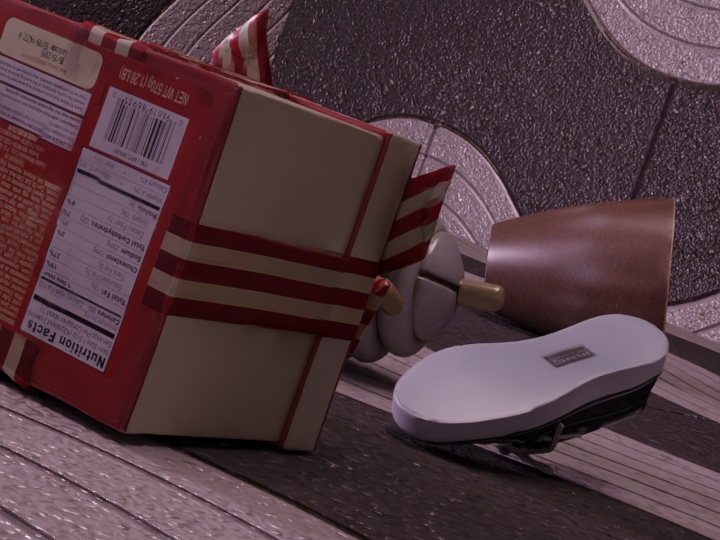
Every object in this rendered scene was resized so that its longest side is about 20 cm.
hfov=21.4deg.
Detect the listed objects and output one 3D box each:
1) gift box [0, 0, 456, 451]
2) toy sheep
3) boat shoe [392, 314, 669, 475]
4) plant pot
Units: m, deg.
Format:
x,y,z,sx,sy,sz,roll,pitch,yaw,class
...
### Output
x,y,z,sx,sy,sz,roll,pitch,yaw,class
-0.080,-0.030,0.909,0.184,0.202,0.186,28,7,29,gift box
0.000,0.000,1.278,0.198,0.139,0.138,17,4,19,toy sheep
0.099,0.080,1.137,0.198,0.069,0.073,-17,40,-39,boat shoe
0.238,0.006,2.089,0.197,0.189,0.187,5,3,7,plant pot
